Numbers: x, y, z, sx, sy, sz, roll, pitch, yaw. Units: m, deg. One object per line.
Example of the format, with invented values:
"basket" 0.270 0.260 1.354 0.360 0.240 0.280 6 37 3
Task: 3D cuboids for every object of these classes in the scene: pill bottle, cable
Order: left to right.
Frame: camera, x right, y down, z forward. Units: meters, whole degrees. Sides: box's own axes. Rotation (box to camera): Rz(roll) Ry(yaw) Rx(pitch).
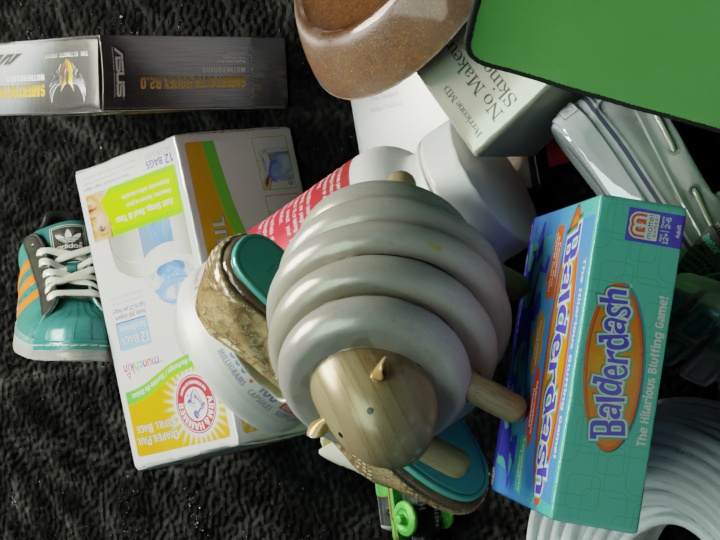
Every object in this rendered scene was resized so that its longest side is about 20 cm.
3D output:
"pill bottle" 0.000 0.000 1.247 0.200 0.112 0.113 -34 71 22
"cable" 0.181 0.169 1.168 0.199 0.069 0.201 -4 93 45

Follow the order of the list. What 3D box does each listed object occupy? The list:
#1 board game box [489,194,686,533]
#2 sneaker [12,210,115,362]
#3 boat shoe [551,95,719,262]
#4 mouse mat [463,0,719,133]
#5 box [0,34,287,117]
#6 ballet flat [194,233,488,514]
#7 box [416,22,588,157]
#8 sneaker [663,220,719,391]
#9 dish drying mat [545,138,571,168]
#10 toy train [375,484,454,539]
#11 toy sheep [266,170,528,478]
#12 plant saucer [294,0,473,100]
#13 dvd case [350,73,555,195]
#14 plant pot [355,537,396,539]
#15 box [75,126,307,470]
"board game box" 0.110 0.045 1.078 0.200 0.045 0.153 155 124 -84
"sneaker" -0.204 0.009 1.477 0.200 0.071 0.080 -139 51 -70
"boat shoe" 0.182 -0.019 1.141 0.067 0.074 0.200 -35 84 1
"mouse mat" 0.159 -0.137 1.077 0.199 0.008 0.161 15 138 2
"box" -0.172 -0.126 1.411 0.199 0.158 0.049 3 96 43
"ballet flat" -0.013 0.064 1.183 0.200 0.070 0.065 47 134 1
"box" 0.122 -0.153 1.160 0.200 0.068 0.082 -45 69 28
"sneaker" 0.241 0.038 1.071 0.200 0.091 0.078 32 147 0
"dish drying mat" 0.120 -0.164 1.219 0.077 0.018 0.201 -12 88 43
"toy train" 0.021 0.072 1.335 0.056 0.042 0.201 -3 93 54
"toy sheep" 0.017 0.022 1.103 0.138 0.137 0.200 -54 20 34
"plant saucer" 0.022 -0.193 1.218 0.200 0.034 0.201 -38 37 37
"dvd case" 0.044 -0.135 1.297 0.142 0.018 0.201 -11 87 45
"plant pot" 0.008 0.264 1.273 0.199 0.200 0.178 17 100 42
"box" -0.095 0.018 1.395 0.112 0.101 0.201 -15 85 45
